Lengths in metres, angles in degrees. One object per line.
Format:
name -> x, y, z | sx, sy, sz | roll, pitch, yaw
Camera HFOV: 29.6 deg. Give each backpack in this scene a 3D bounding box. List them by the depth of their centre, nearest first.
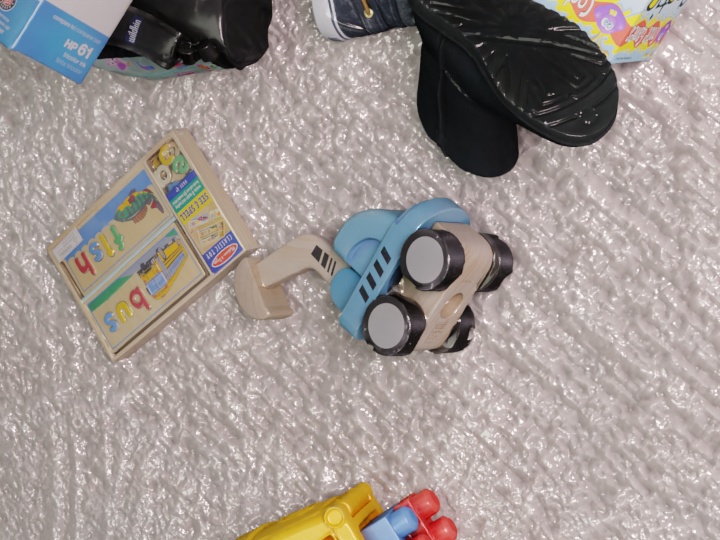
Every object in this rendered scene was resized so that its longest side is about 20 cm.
backpack -> -0.173, -0.230, 1.163 | 0.198, 0.126, 0.169 | -4, 77, 30

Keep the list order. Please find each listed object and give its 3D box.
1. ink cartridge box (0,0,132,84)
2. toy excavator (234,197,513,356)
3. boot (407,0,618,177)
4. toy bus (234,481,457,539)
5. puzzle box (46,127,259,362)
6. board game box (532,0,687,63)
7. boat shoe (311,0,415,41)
ink cartridge box -> -0.233, -0.275, 1.088 | 0.144, 0.084, 0.201 | 39, 99, 36
toy excavator -> 0.000, 0.000, 1.137 | 0.200, 0.099, 0.196 | 44, 115, 30
boot -> 0.110, -0.123, 1.003 | 0.076, 0.169, 0.200 | -38, 62, -14
toy bus -> 0.007, 0.281, 1.164 | 0.191, 0.136, 0.201 | -31, 85, 14
puzzle box -> -0.198, -0.020, 1.273 | 0.200, 0.025, 0.134 | -38, 80, 28
board game box -> 0.206, -0.259, 0.960 | 0.103, 0.105, 0.201 | 39, 115, 17
boat shoe -> 0.001, -0.289, 1.093 | 0.090, 0.071, 0.203 | -3, 107, 27
